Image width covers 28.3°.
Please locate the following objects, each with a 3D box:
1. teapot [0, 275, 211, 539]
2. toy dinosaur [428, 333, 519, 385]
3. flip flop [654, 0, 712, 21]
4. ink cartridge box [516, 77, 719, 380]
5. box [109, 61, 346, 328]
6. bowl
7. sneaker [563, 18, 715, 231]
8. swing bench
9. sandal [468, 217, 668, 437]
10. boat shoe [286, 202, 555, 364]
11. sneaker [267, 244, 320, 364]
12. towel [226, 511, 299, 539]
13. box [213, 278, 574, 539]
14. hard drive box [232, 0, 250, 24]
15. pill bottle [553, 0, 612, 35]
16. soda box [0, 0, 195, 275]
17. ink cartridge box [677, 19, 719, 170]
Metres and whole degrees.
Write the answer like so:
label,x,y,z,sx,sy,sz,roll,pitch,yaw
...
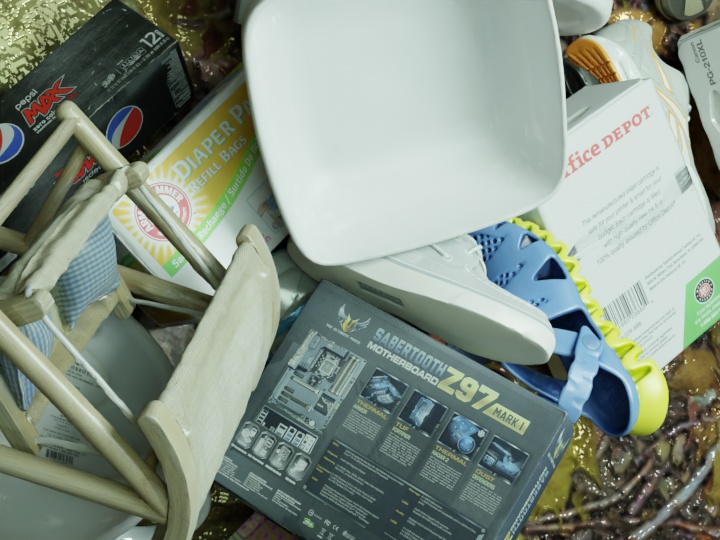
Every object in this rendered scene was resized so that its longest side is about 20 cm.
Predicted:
label,x,y,z,sx,sy,sz,roll,pitch,yaw
teapot,-0.214,0.113,0.927,0.200,0.146,0.197,47,35,14
toy dinosaur,0.054,0.097,1.039,0.181,0.106,0.200,-23,60,-42
flip flop,0.278,-0.312,1.203,0.080,0.057,0.203,5,98,-25
ink cartridge box,0.187,-0.027,1.099,0.145,0.084,0.202,-34,108,-25
box,-0.093,-0.065,1.003,0.101,0.112,0.200,47,73,-12
bowl,0.025,-0.119,0.913,0.197,0.075,0.202,-16,122,-6
sneaker,0.248,-0.115,1.162,0.092,0.075,0.202,-36,104,-32
swing bench,-0.146,0.040,0.829,0.199,0.130,0.200,33,33,-9
sandal,0.126,0.041,0.999,0.086,0.080,0.200,-19,55,-35
boat shoe,0.048,0.000,0.971,0.198,0.072,0.069,21,68,25
sneaker,0.000,0.000,1.056,0.198,0.076,0.082,-25,93,-12
towel,-0.055,0.247,0.969,0.200,0.023,0.144,-46,71,6
box,0.017,0.119,0.939,0.199,0.051,0.159,27,77,22
hard drive box,0.004,-0.234,0.967,0.154,0.201,0.078,16,61,-3
pill bottle,0.152,-0.297,1.117,0.112,0.114,0.203,12,82,-19
soda box,-0.208,-0.091,0.974,0.071,0.064,0.200,35,69,27
ink cartridge box,0.373,-0.158,1.183,0.199,0.084,0.146,-23,94,-35
